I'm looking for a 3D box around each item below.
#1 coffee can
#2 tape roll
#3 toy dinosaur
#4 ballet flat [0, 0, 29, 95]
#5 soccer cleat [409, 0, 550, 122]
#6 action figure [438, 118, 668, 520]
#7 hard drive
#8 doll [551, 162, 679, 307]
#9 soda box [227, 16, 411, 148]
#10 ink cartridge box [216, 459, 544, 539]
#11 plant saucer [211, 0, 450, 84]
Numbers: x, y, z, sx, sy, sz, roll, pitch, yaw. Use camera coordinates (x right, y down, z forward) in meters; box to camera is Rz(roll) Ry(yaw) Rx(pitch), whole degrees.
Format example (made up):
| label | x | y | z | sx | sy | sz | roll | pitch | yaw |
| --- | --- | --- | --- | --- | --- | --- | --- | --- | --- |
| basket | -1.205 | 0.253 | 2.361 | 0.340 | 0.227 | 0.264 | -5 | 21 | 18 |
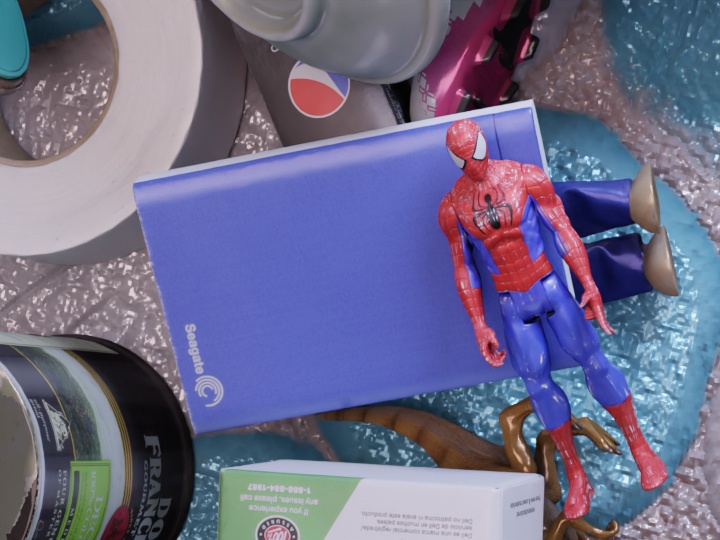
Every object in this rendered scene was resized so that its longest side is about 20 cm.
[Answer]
| label | x | y | z | sx | sy | sz | roll | pitch | yaw |
| --- | --- | --- | --- | --- | --- | --- | --- | --- | --- |
| coffee can | -0.188 | 0.102 | 1.417 | 0.145 | 0.200 | 0.148 | -1 | 86 | 18 |
| tape roll | -0.165 | -0.105 | 1.491 | 0.201 | 0.071 | 0.204 | -1 | 87 | 18 |
| toy dinosaur | 0.069 | 0.105 | 1.406 | 0.200 | 0.060 | 0.106 | 46 | 102 | 16 |
| ballet flat | -0.233 | -0.166 | 1.455 | 0.067 | 0.068 | 0.201 | -35 | 70 | 32 |
| soccer cleat | 0.057 | -0.160 | 1.426 | 0.086 | 0.070 | 0.201 | 22 | 87 | 21 |
| action figure | 0.086 | 0.019 | 1.325 | 0.065 | 0.052 | 0.201 | -21 | 102 | 16 |
| hard drive | 0.000 | 0.000 | 1.365 | 0.199 | 0.025 | 0.133 | -11 | 107 | 10 |
| doll | 0.054 | -0.007 | 1.397 | 0.199 | 0.049 | 0.137 | -13 | 124 | 9 |
| soda box | -0.025 | -0.124 | 1.445 | 0.063 | 0.071 | 0.201 | -25 | 80 | 14 |
| ink cartridge box | 0.008 | 0.197 | 1.347 | 0.144 | 0.084 | 0.202 | 2 | 90 | 20 |
| plant saucer | -0.043 | -0.165 | 1.318 | 0.050 | 0.200 | 0.200 | -39 | 72 | -26 |
